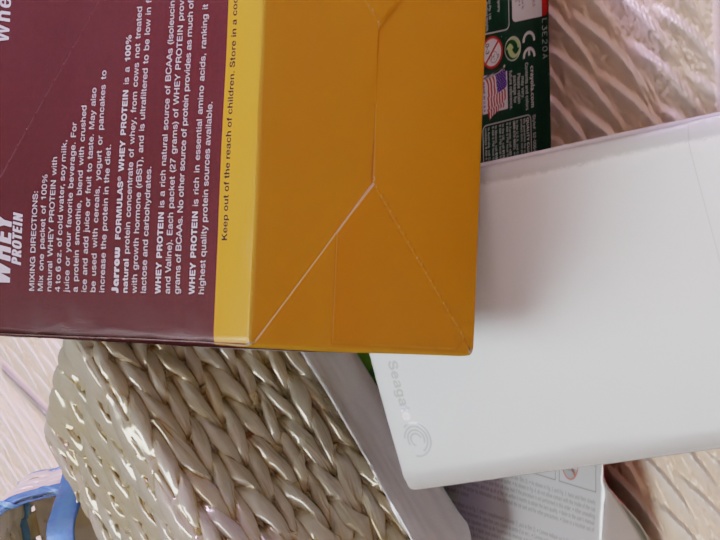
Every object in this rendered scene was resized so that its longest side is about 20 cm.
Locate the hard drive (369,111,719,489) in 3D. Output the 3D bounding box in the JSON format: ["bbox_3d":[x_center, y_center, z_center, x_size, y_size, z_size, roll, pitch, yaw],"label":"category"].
[{"bbox_3d":[0.087,0.015,1.236,0.200,0.026,0.132,-11,97,37],"label":"hard drive"}]

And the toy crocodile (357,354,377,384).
[{"bbox_3d":[0.000,0.000,1.495,0.067,0.062,0.200,-30,74,65],"label":"toy crocodile"}]

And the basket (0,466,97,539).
[{"bbox_3d":[-0.162,0.203,1.846,0.200,0.139,0.177,-85,-14,-70],"label":"basket"}]

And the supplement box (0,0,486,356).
[{"bbox_3d":[-0.067,-0.067,1.243,0.200,0.133,0.198,0,87,42],"label":"supplement box"}]

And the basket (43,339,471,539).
[{"bbox_3d":[-0.057,0.104,1.459,0.200,0.123,0.136,56,153,22],"label":"basket"}]

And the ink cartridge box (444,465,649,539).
[{"bbox_3d":[0.091,0.122,1.415,0.162,0.057,0.201,11,96,63],"label":"ink cartridge box"}]

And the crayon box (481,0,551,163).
[{"bbox_3d":[0.003,-0.070,1.338,0.172,0.058,0.201,12,110,41],"label":"crayon box"}]
